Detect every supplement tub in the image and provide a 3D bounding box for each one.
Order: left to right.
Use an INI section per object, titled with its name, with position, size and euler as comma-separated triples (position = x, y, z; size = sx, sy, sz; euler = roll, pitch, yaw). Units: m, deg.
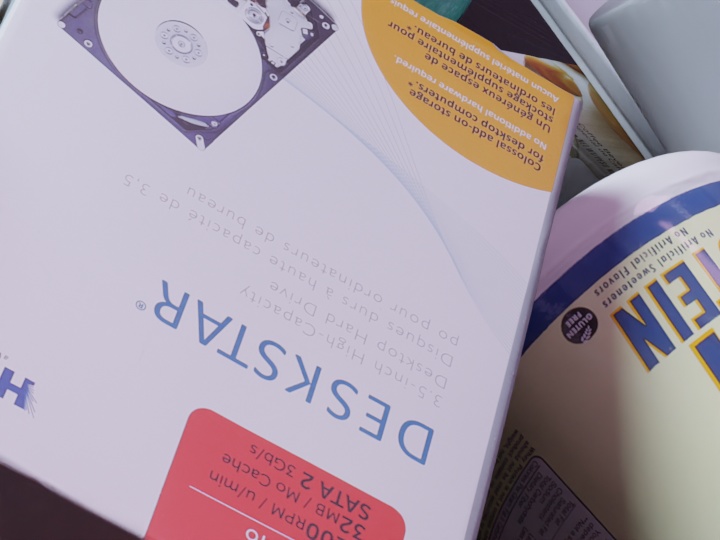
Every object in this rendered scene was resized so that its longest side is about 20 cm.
[supplement tub]
position = 0.123, 0.078, 0.660
size = 0.200, 0.145, 0.145
euler = 47, 26, 27

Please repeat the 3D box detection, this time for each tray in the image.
[tray]
position = 0.121, -0.075, 0.905
size = 0.107, 0.022, 0.200
euler = 19, 28, -35

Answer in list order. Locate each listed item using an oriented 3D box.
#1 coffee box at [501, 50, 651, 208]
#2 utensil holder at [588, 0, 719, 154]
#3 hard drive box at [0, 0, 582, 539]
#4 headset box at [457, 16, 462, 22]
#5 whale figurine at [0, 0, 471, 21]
[coffee box]
position = 0.116, -0.018, 0.921
size = 0.200, 0.080, 0.114
euler = 3, 39, -51
[utensil holder]
position = 0.197, -0.048, 0.758
size = 0.200, 0.170, 0.170
euler = 55, 23, -5
[hard drive box]
position = -0.041, 0.006, 0.574
size = 0.156, 0.077, 0.200
euler = 29, 48, -13
[headset box]
position = -0.048, -0.160, 0.975
size = 0.200, 0.075, 0.149
euler = 21, 27, -31
[whale figurine]
position = -0.042, -0.095, 0.742
size = 0.159, 0.200, 0.104
euler = 5, 63, -52
